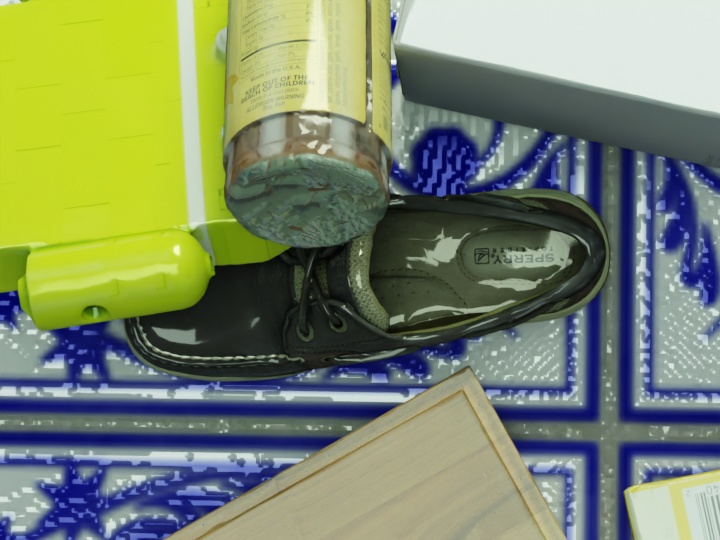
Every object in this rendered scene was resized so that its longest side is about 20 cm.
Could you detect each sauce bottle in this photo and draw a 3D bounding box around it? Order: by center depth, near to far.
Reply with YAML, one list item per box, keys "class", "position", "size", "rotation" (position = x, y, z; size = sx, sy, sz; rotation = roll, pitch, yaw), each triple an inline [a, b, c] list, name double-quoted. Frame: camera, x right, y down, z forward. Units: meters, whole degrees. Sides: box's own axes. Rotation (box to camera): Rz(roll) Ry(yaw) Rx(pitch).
- class: "sauce bottle"
  position: [-0.019, -0.104, 1.043]
  size: [0.064, 0.065, 0.201]
  rotation: [-1, 54, 3]

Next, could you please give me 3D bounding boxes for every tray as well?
- class: "tray"
  position: [-0.019, 0.130, 1.086]
  size: [0.200, 0.037, 0.099]
  rotation: [-29, 84, -1]

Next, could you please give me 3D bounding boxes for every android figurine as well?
- class: "android figurine"
  position: [-0.091, -0.057, 1.078]
  size: [0.199, 0.041, 0.183]
  rotation: [-6, 56, 5]

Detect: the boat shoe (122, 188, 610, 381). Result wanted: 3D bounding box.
- class: "boat shoe"
  position: [0.000, 0.000, 1.083]
  size: [0.199, 0.065, 0.074]
  rotation: [-12, 85, 2]

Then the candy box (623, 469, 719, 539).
- class: "candy box"
  position: [0.211, 0.116, 1.080]
  size: [0.199, 0.026, 0.103]
  rotation: [-11, 86, 2]

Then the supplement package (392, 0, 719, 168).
- class: "supplement package"
  position: [0.122, -0.112, 1.060]
  size: [0.199, 0.121, 0.120]
  rotation: [12, 85, 3]
